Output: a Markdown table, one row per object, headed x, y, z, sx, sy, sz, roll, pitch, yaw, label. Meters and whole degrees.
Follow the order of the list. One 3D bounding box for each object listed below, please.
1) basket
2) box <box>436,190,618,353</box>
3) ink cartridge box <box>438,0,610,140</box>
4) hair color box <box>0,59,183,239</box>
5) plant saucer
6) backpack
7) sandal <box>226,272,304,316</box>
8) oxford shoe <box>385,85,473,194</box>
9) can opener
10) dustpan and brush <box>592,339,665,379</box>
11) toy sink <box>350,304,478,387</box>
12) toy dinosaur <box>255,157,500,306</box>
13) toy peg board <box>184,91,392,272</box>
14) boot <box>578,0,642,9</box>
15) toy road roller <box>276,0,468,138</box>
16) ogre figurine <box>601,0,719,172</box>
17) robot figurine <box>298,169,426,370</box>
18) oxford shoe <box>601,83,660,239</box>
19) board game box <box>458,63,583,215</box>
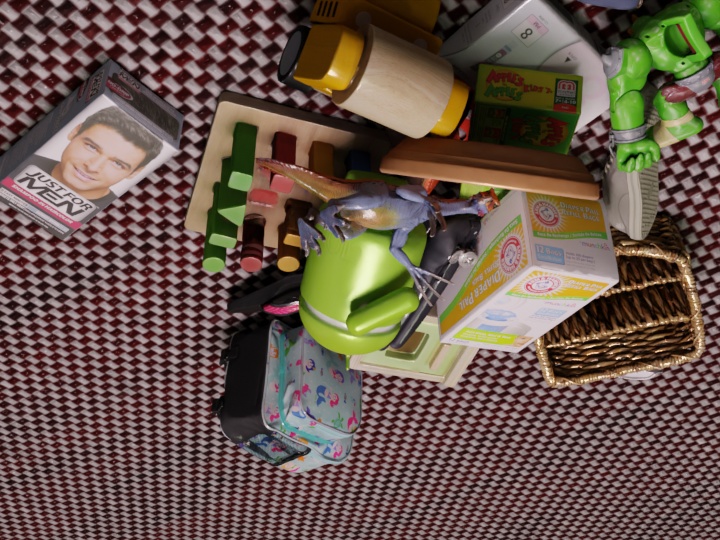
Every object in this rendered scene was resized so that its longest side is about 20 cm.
| x | y | z | sx | sy | sz | roll | pitch | yaw | label |
| --- | --- | --- | --- | --- | --- | --- | --- | --- | --- |
| 0.300 | 0.031 | 1.110 | 0.199 | 0.149 | 0.143 | -12 | 138 | 12 | basket |
| 0.176 | 0.003 | 1.020 | 0.112 | 0.102 | 0.200 | 10 | 150 | -23 | box |
| 0.147 | -0.181 | 0.940 | 0.162 | 0.057 | 0.200 | 31 | 124 | -32 | ink cartridge box |
| -0.292 | -0.123 | 0.978 | 0.200 | 0.061 | 0.099 | -31 | 131 | 28 | hair color box |
| 0.118 | -0.095 | 0.836 | 0.199 | 0.200 | 0.038 | 6 | 97 | -9 | plant saucer |
| -0.080 | 0.173 | 1.238 | 0.150 | 0.178 | 0.200 | -17 | 141 | 24 | backpack |
| -0.089 | 0.039 | 1.141 | 0.075 | 0.045 | 0.200 | 5 | 161 | -44 | sandal |
| 0.062 | -0.138 | 0.970 | 0.072 | 0.071 | 0.200 | 29 | 149 | 8 | oxford shoe |
| 0.073 | 0.012 | 1.031 | 0.063 | 0.079 | 0.201 | -1 | 127 | -37 | can opener |
| 0.302 | 0.083 | 1.215 | 0.199 | 0.140 | 0.057 | 17 | 131 | 17 | dustpan and brush |
| 0.093 | 0.064 | 1.166 | 0.199 | 0.112 | 0.131 | 10 | 138 | -14 | toy sink |
| 0.035 | -0.069 | 0.858 | 0.181 | 0.200 | 0.105 | -24 | 167 | -35 | toy dinosaur |
| -0.083 | -0.069 | 1.019 | 0.198 | 0.098 | 0.200 | 12 | 137 | -15 | toy peg board |
| 0.177 | -0.278 | 0.809 | 0.199 | 0.075 | 0.097 | 1 | 136 | -6 | boot |
| 0.019 | -0.207 | 0.807 | 0.122 | 0.200 | 0.147 | 19 | 99 | -24 | toy road roller |
| 0.310 | -0.196 | 0.879 | 0.199 | 0.098 | 0.120 | -29 | 114 | 12 | ogre figurine |
| 0.000 | 0.000 | 0.964 | 0.115 | 0.176 | 0.201 | 8 | 114 | -16 | robot figurine |
| 0.294 | -0.116 | 1.009 | 0.058 | 0.075 | 0.200 | 23 | 145 | 31 | oxford shoe |
| 0.160 | -0.126 | 0.957 | 0.101 | 0.048 | 0.200 | 8 | 152 | 5 | board game box |
